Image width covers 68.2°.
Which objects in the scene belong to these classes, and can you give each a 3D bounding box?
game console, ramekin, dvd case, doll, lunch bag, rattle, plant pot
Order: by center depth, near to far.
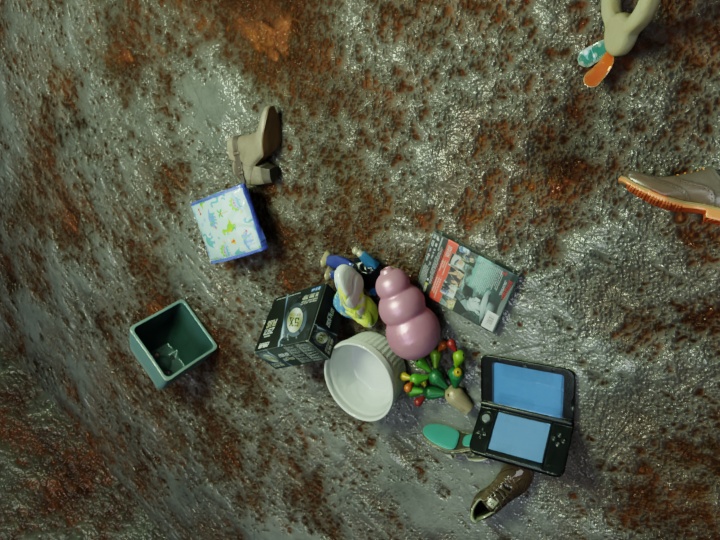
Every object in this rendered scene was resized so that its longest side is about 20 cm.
[{"bbox_3d":[0.432,-0.388,0.807,0.131,0.139,0.204,-127,27,-46],"label":"rattle"},{"bbox_3d":[0.326,0.292,1.088,0.195,0.178,0.118,5,140,33],"label":"game console"},{"bbox_3d":[0.218,0.023,1.115,0.197,0.022,0.149,30,122,24],"label":"dvd case"},{"bbox_3d":[0.000,0.000,1.235,0.195,0.049,0.139,10,132,29],"label":"doll"},{"bbox_3d":[0.019,0.246,1.285,0.196,0.104,0.206,14,115,30],"label":"ramekin"},{"bbox_3d":[-0.323,-0.123,1.367,0.197,0.126,0.175,-7,107,47],"label":"lunch bag"},{"bbox_3d":[-0.602,0.256,1.674,0.197,0.195,0.200,49,137,8],"label":"plant pot"}]

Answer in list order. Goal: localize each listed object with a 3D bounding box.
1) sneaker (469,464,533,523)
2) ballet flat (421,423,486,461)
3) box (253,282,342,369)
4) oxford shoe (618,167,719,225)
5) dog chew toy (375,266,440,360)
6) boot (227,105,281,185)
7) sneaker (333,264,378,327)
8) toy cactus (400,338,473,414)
[{"bbox_3d":[0.316,0.507,1.196,0.070,0.075,0.203,39,125,15],"label":"sneaker"},{"bbox_3d":[0.236,0.406,1.226,0.195,0.068,0.077,-3,122,33],"label":"ballet flat"},{"bbox_3d":[-0.149,0.140,1.314,0.196,0.167,0.086,-16,134,38],"label":"box"},{"bbox_3d":[0.512,-0.129,0.836,0.196,0.071,0.075,24,100,20],"label":"oxford shoe"},{"bbox_3d":[0.095,0.088,1.154,0.122,0.124,0.204,-17,103,37],"label":"dog chew toy"},{"bbox_3d":[-0.266,-0.305,1.298,0.143,0.070,0.206,20,117,30],"label":"boot"},{"bbox_3d":[-0.036,0.060,1.229,0.103,0.077,0.202,8,143,35],"label":"sneaker"},{"bbox_3d":[0.186,0.256,1.192,0.165,0.102,0.201,43,118,1],"label":"toy cactus"}]
